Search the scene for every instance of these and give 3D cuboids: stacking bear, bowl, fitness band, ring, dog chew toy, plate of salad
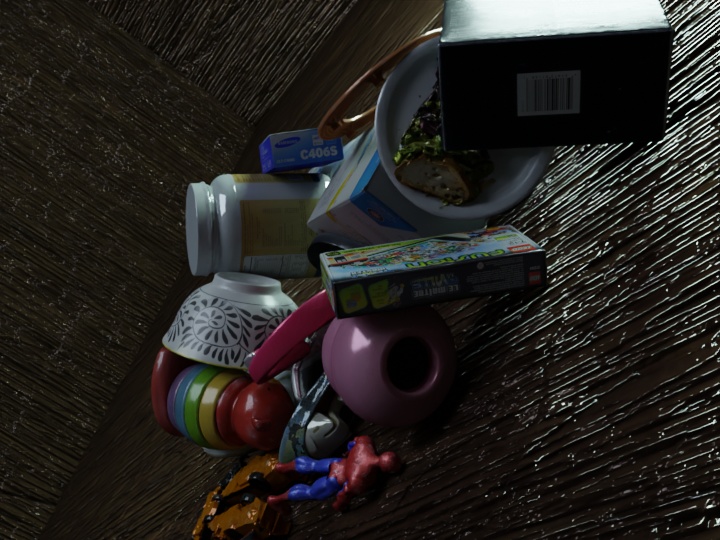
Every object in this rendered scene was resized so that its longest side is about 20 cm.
[{"bbox_3d":[-0.158,0.166,1.139,0.197,0.120,0.116,5,77,44],"label":"stacking bear"},{"bbox_3d":[-0.152,0.057,1.193,0.201,0.196,0.097,-145,62,-74],"label":"bowl"},{"bbox_3d":[-0.055,0.060,1.037,0.143,0.038,0.199,-44,-6,28],"label":"fitness band"},{"bbox_3d":[0.034,-0.212,1.089,0.199,0.019,0.200,-36,-6,-4],"label":"ring"},{"bbox_3d":[0.017,0.085,0.930,0.126,0.123,0.200,-59,15,-9],"label":"dog chew toy"},{"bbox_3d":[0.112,-0.156,0.979,0.202,0.198,0.048,-57,-6,-2],"label":"plate of salad"}]

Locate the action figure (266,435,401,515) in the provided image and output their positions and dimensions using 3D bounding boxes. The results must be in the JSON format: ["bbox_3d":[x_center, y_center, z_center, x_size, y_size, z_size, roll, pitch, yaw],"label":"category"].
[{"bbox_3d":[-0.024,0.211,0.952,0.199,0.051,0.066,-30,36,50],"label":"action figure"}]

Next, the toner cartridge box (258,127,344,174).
[{"bbox_3d":[-0.084,-0.160,1.252,0.200,0.093,0.044,-162,62,-79],"label":"toner cartridge box"}]

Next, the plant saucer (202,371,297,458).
[{"bbox_3d":[-0.126,0.184,1.251,0.198,0.050,0.201,-31,25,16],"label":"plant saucer"}]

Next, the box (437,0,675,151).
[{"bbox_3d":[0.174,-0.203,0.858,0.184,0.195,0.106,-78,-16,-52],"label":"box"}]

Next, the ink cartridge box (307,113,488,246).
[{"bbox_3d":[0.053,-0.088,1.111,0.146,0.146,0.199,-59,16,-19],"label":"ink cartridge box"}]

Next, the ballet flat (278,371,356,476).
[{"bbox_3d":[-0.024,0.150,1.044,0.203,0.073,0.074,-61,16,-3],"label":"ballet flat"}]

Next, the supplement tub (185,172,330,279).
[{"bbox_3d":[-0.136,-0.060,1.278,0.144,0.195,0.148,177,90,-72],"label":"supplement tub"}]

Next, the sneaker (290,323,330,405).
[{"bbox_3d":[-0.018,0.085,1.134,0.115,0.075,0.202,-42,21,34],"label":"sneaker"}]

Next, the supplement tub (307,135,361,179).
[{"bbox_3d":[-0.003,-0.120,1.378,0.134,0.131,0.199,-62,16,-19],"label":"supplement tub"}]

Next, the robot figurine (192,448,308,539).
[{"bbox_3d":[-0.142,0.293,1.131,0.199,0.058,0.147,-38,24,49],"label":"robot figurine"}]

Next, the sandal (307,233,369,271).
[{"bbox_3d":[0.000,0.000,1.117,0.198,0.076,0.043,13,62,46],"label":"sandal"}]

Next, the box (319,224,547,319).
[{"bbox_3d":[0.065,-0.001,0.871,0.110,0.195,0.036,-123,25,-73],"label":"box"}]
